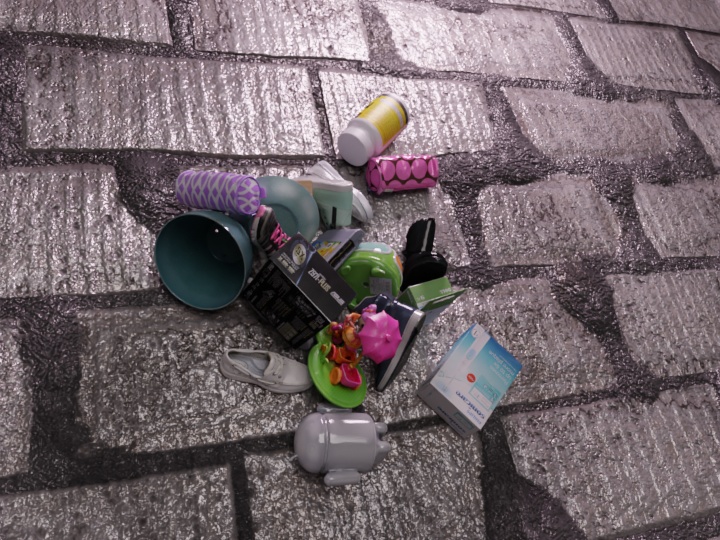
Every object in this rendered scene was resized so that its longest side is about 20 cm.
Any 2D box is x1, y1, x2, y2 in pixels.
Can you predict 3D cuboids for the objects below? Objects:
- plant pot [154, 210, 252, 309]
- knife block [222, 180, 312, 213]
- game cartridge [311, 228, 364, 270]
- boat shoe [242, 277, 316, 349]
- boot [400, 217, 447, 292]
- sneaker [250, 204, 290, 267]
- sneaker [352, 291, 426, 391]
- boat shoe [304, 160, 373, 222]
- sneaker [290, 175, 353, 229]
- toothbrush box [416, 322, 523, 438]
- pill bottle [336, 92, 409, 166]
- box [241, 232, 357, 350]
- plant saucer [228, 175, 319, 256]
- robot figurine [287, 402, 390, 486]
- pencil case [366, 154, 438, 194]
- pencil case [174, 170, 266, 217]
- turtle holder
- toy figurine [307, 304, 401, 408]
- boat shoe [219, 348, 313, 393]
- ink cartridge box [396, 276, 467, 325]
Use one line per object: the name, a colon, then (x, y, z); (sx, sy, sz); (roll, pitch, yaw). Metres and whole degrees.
plant pot: (-0.304, -0.038, 1.311); (0.199, 0.201, 0.135); (33, 25, 0)
knife block: (-0.225, -0.159, 1.399); (0.175, 0.199, 0.065); (25, 49, -41)
game cartridge: (-0.092, -0.022, 1.394); (0.200, 0.133, 0.041); (-47, 115, -27)
boat shoe: (-0.165, 0.079, 1.350); (0.199, 0.072, 0.066); (40, 52, 3)
boot: (0.149, -0.048, 1.464); (0.073, 0.198, 0.164); (19, 64, -12)
sneaker: (-0.167, -0.056, 1.305); (0.086, 0.201, 0.074); (12, 53, 14)
sneaker: (0.039, 0.144, 1.350); (0.145, 0.204, 0.077); (28, 19, 17)
boat shoe: (-0.055, -0.180, 1.538); (0.065, 0.074, 0.200); (-37, 70, -27)
sneaker: (-0.105, -0.157, 1.492); (0.198, 0.120, 0.073); (14, 25, 34)
toothbrush box: (0.242, 0.242, 1.402); (0.146, 0.085, 0.200); (43, 58, 6)
pill bottle: (0.033, -0.364, 1.636); (0.114, 0.115, 0.200); (39, 56, 4)
box: (-0.123, 0.045, 1.228); (0.164, 0.200, 0.086); (46, 57, -2)
plant saucer: (-0.187, -0.104, 1.369); (0.198, 0.203, 0.039); (13, 29, -13)
robot figurine: (-0.044, 0.335, 1.229); (0.197, 0.114, 0.171); (6, 44, -17)
pencil case: (0.112, -0.245, 1.617); (0.198, 0.091, 0.094); (-11, 58, -27)
pencil case: (-0.292, -0.164, 1.307); (0.198, 0.085, 0.085); (11, 26, 30)
turtle holder: (0.008, 0.007, 1.429); (0.141, 0.184, 0.132); (54, 35, -27)
toy figurine: (0.002, 0.140, 1.260); (0.149, 0.184, 0.202); (22, 38, -34)
boat shoe: (-0.183, 0.199, 1.278); (0.197, 0.069, 0.072); (11, 58, -15)
ink cartridge box: (0.140, 0.068, 1.389); (0.103, 0.200, 0.060); (-14, 70, -26)
